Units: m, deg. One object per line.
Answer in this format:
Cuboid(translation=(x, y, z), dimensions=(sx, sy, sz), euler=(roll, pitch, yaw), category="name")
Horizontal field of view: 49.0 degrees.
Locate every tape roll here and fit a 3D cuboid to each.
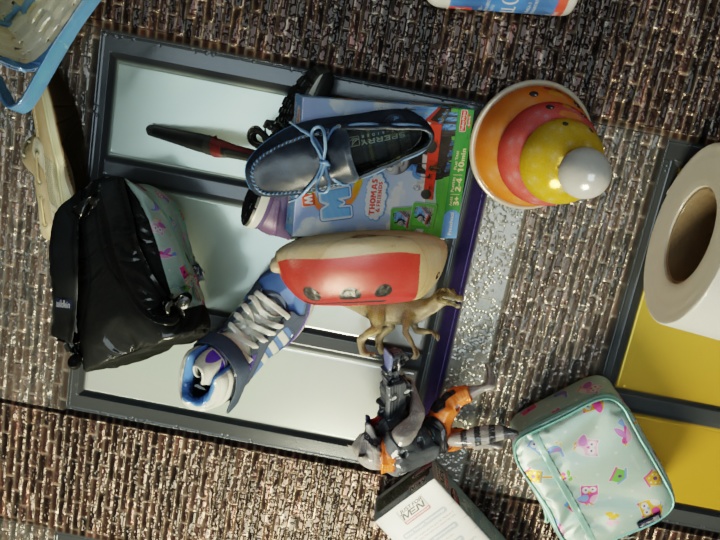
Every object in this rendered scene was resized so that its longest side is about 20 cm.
Cuboid(translation=(0.411, -0.021, 0.838), dimensions=(0.139, 0.203, 0.203), euler=(16, 105, -1), category="tape roll")

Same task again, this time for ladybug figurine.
Cuboid(translation=(0.000, 0.000, 0.878), dimensions=(0.199, 0.136, 0.072), euler=(-3, 80, -6), category="ladybug figurine")

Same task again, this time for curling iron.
Cuboid(translation=(-0.160, -0.148, 0.885), dimensions=(0.199, 0.026, 0.050), euler=(10, 102, 29), category="curling iron")

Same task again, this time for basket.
Cuboid(translation=(-0.344, -0.277, 0.810), dimensions=(0.200, 0.139, 0.177), euler=(44, 102, 27), category="basket")

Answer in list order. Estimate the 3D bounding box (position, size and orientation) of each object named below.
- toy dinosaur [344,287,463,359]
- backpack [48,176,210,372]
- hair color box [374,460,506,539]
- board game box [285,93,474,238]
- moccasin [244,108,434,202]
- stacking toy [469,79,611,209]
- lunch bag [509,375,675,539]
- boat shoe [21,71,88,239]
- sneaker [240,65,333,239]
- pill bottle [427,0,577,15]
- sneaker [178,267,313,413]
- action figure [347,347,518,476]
Cuboid(translation=(0.027, 0.053, 0.960), dimensions=(0.199, 0.058, 0.102), euler=(3, 88, 15), category="toy dinosaur")
Cuboid(translation=(-0.259, -0.002, 0.885), dimensions=(0.166, 0.127, 0.201), euler=(-19, 80, 11), category="backpack")
Cuboid(translation=(0.119, 0.351, 1.023), dimensions=(0.099, 0.061, 0.200), euler=(-39, 101, 11), category="hair color box")
Cuboid(translation=(0.021, -0.112, 0.880), dimensions=(0.199, 0.037, 0.152), euler=(0, 108, -19), category="board game box")
Cuboid(translation=(-0.020, -0.125, 0.802), dimensions=(0.199, 0.068, 0.081), euler=(-23, 114, -10), category="moccasin")
Cuboid(translation=(0.207, -0.114, 0.816), dimensions=(0.146, 0.200, 0.147), euler=(-3, 110, -9), category="stacking toy")
Cuboid(translation=(0.282, 0.246, 0.978), dimensions=(0.160, 0.077, 0.200), euler=(-29, 102, 9), category="lunch bag")
Cuboid(translation=(-0.359, -0.131, 0.912), dimensions=(0.065, 0.072, 0.201), euler=(-4, 110, 3), category="boat shoe")
Cuboid(translation=(-0.062, -0.131, 0.909), dimensions=(0.087, 0.076, 0.201), euler=(19, 106, -23), category="sneaker")
Cuboid(translation=(0.125, -0.327, 0.816), dimensions=(0.199, 0.112, 0.113), euler=(5, 105, 2), category="pill bottle")
Cuboid(translation=(-0.133, 0.080, 0.910), dimensions=(0.081, 0.146, 0.200), euler=(40, 108, 4), category="sneaker")
Cuboid(translation=(0.078, 0.178, 0.935), dimensions=(0.193, 0.105, 0.200), euler=(-19, 133, -9), category="action figure")
